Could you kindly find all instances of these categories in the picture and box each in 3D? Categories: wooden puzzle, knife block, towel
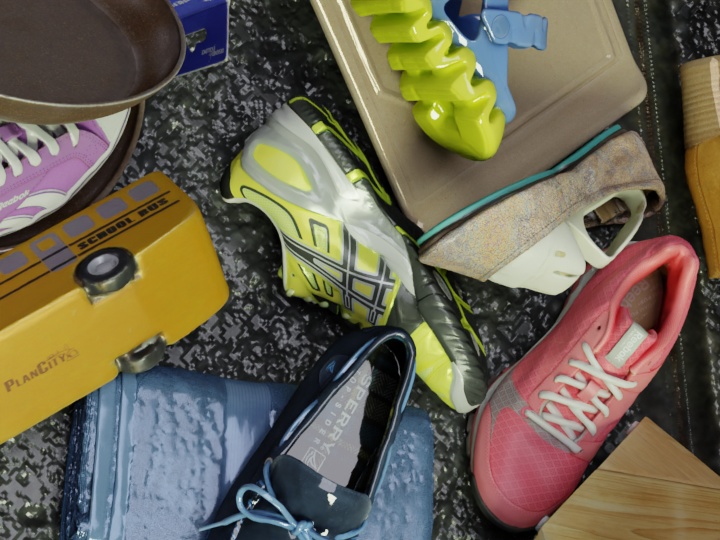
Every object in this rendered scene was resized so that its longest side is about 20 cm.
[{"bbox_3d":[0.063,-0.146,1.256,0.185,0.037,0.201,-35,112,-23],"label":"wooden puzzle"},{"bbox_3d":[0.188,0.174,1.186,0.175,0.064,0.200,40,38,11],"label":"knife block"},{"bbox_3d":[-0.059,0.114,1.169,0.199,0.049,0.112,9,74,-15],"label":"towel"}]

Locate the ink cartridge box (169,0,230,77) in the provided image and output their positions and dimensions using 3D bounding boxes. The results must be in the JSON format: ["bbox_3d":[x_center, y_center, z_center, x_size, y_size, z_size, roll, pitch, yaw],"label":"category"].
[{"bbox_3d":[-0.102,-0.209,1.192,0.037,0.095,0.201,2,86,-29],"label":"ink cartridge box"}]

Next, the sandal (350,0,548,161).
[{"bbox_3d":[0.041,-0.161,1.180,0.087,0.079,0.201,-43,124,-22],"label":"sandal"}]

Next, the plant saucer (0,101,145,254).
[{"bbox_3d":[-0.218,-0.102,1.177,0.199,0.037,0.202,4,76,-17],"label":"plant saucer"}]

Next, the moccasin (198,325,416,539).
[{"bbox_3d":[-0.030,0.111,1.116,0.080,0.068,0.201,24,70,-10],"label":"moccasin"}]

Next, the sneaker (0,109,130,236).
[{"bbox_3d":[-0.188,-0.057,1.097,0.200,0.114,0.073,-41,89,-23],"label":"sneaker"}]

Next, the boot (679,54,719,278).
[{"bbox_3d":[0.289,-0.066,1.323,0.200,0.071,0.145,-9,86,-16],"label":"boot"}]

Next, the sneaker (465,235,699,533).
[{"bbox_3d":[0.126,0.055,1.223,0.074,0.087,0.201,36,69,-6],"label":"sneaker"}]

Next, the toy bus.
[{"bbox_3d":[-0.167,0.029,1.127,0.199,0.078,0.065,-30,129,-16],"label":"toy bus"}]

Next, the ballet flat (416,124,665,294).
[{"bbox_3d":[0.112,-0.027,1.220,0.200,0.068,0.067,-29,84,-43],"label":"ballet flat"}]

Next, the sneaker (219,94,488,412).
[{"bbox_3d":[0.000,0.000,1.215,0.076,0.075,0.200,-35,93,10],"label":"sneaker"}]

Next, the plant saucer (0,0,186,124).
[{"bbox_3d":[-0.188,-0.132,1.109,0.199,0.032,0.201,17,33,-11],"label":"plant saucer"}]
